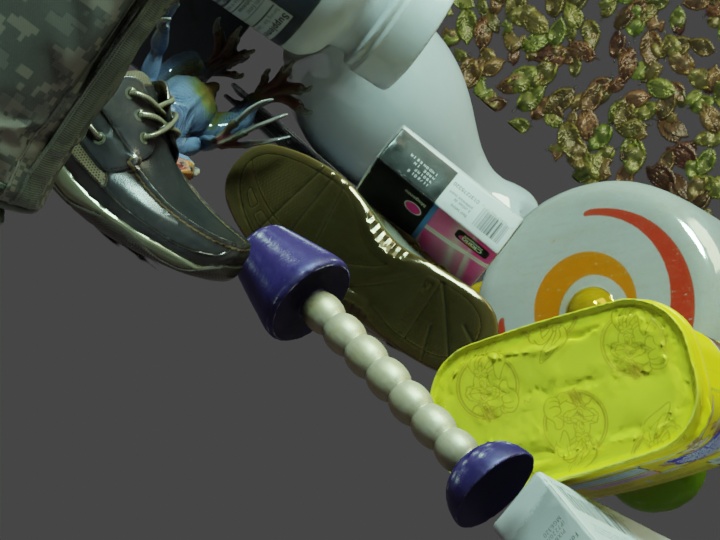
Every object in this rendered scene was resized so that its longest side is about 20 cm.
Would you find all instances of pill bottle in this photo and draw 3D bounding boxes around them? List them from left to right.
[{"bbox_3d":[-0.041,-0.206,1.311,0.200,0.120,0.120,33,11,-11],"label":"pill bottle"}]

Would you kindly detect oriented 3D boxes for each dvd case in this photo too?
[{"bbox_3d":[-0.008,-0.052,1.513,0.149,0.016,0.200,42,1,29],"label":"dvd case"}]

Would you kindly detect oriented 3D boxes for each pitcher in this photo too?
[{"bbox_3d":[0.017,-0.102,1.554,0.171,0.121,0.200,3,-44,54],"label":"pitcher"}]

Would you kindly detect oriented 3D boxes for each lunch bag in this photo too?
[{"bbox_3d":[-0.158,-0.143,0.974,0.168,0.200,0.139,41,11,25],"label":"lunch bag"}]

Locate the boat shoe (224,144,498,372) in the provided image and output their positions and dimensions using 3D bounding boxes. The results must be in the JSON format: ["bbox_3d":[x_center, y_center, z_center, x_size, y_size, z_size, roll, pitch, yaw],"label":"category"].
[{"bbox_3d":[0.000,0.000,1.291,0.200,0.074,0.066,41,-4,16],"label":"boat shoe"}]

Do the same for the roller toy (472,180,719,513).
[{"bbox_3d":[0.173,0.037,1.377,0.200,0.183,0.140,44,13,31],"label":"roller toy"}]

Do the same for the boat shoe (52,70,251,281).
[{"bbox_3d":[-0.133,-0.073,1.103,0.200,0.073,0.074,39,10,3],"label":"boat shoe"}]

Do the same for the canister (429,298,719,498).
[{"bbox_3d":[0.141,0.079,1.198,0.200,0.148,0.087,20,55,-67],"label":"canister"}]

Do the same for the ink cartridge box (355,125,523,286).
[{"bbox_3d":[0.030,-0.014,1.350,0.095,0.037,0.200,38,-24,2],"label":"ink cartridge box"}]

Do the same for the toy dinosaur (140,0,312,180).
[{"bbox_3d":[-0.108,-0.085,1.303,0.105,0.200,0.181,44,47,7],"label":"toy dinosaur"}]

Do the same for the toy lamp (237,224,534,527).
[{"bbox_3d":[0.005,0.050,1.102,0.200,0.058,0.058,46,13,30],"label":"toy lamp"}]

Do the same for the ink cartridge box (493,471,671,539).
[{"bbox_3d":[0.183,0.197,1.088,0.200,0.045,0.176,29,13,-39],"label":"ink cartridge box"}]

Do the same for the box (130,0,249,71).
[{"bbox_3d":[-0.118,-0.250,1.609,0.117,0.197,0.200,37,10,-12],"label":"box"}]
